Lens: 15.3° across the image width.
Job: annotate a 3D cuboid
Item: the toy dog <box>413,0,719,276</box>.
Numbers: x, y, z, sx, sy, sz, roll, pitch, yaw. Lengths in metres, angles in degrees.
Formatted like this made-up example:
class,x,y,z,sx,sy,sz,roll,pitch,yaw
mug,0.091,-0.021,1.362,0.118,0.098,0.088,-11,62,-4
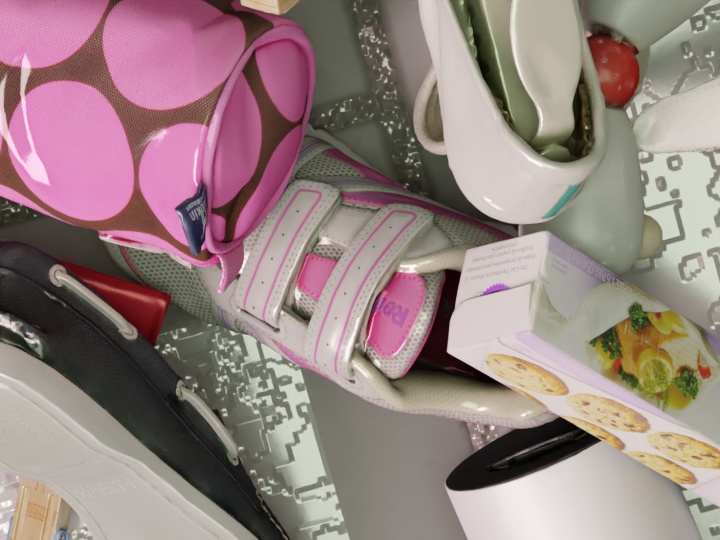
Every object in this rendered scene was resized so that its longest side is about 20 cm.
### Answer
class,x,y,z,sx,sy,sz,roll,pitch,yaw
toy dog,0.116,-0.094,0.935,0.096,0.132,0.201,16,109,-34

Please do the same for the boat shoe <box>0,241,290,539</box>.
class,x,y,z,sx,sy,sz,roll,pitch,yaw
boat shoe,-0.073,0.066,0.953,0.075,0.061,0.200,-6,141,32

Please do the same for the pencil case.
class,x,y,z,sx,sy,sz,roll,pitch,yaw
pencil case,-0.119,-0.065,0.922,0.199,0.091,0.094,20,123,19

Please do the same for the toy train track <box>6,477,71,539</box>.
class,x,y,z,sx,sy,sz,roll,pitch,yaw
toy train track,-0.122,0.154,1.000,0.114,0.032,0.202,11,91,40

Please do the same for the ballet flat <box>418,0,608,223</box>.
class,x,y,z,sx,sy,sz,roll,pitch,yaw
ballet flat,0.041,-0.115,0.861,0.069,0.069,0.202,-15,90,3

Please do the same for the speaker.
class,x,y,z,sx,sy,sz,roll,pitch,yaw
speaker,0.104,0.149,0.980,0.081,0.081,0.201,-24,98,4

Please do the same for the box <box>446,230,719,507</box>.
class,x,y,z,sx,sy,sz,roll,pitch,yaw
box,0.112,0.046,0.930,0.199,0.041,0.039,30,62,-37

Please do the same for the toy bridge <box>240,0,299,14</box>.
class,x,y,z,sx,sy,sz,roll,pitch,yaw
toy bridge,-0.101,-0.142,0.897,0.199,0.027,0.068,21,135,32

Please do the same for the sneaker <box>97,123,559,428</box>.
class,x,y,z,sx,sy,sz,roll,pitch,yaw
sneaker,0.000,0.000,0.952,0.198,0.088,0.082,17,99,-2

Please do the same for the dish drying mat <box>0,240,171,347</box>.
class,x,y,z,sx,sy,sz,roll,pitch,yaw
dish drying mat,-0.168,-0.002,0.969,0.199,0.077,0.018,19,58,-3
